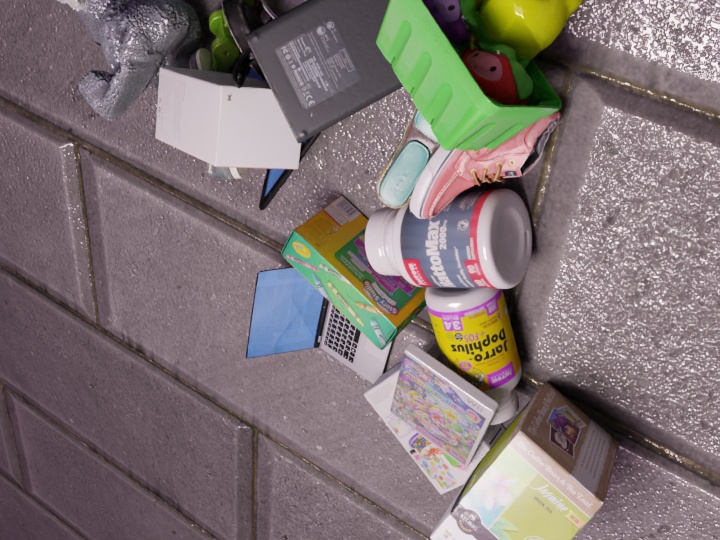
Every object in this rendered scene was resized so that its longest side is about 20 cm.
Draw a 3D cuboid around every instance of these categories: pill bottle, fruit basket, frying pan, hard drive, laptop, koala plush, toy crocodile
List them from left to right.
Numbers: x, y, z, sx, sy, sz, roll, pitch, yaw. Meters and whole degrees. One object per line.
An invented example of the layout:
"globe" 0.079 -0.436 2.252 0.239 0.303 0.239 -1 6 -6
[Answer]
"koala plush" -0.338 -0.360 1.228 0.201 0.176 0.184 50 136 10
"toy crocodile" -0.167 -0.347 1.172 0.201 0.060 0.069 118 148 -45
"frying pan" -0.143 -0.286 1.059 0.030 0.190 0.117 -26 99 13
"laptop" -0.058 0.094 1.327 0.198 0.116 0.190 32 134 19
"hard drive" -0.020 -0.262 1.028 0.197 0.033 0.142 -28 102 1
"pill bottle" 0.108 -0.038 1.101 0.197 0.119 0.122 0 118 40
"pill bottle" 0.158 0.103 1.162 0.103 0.104 0.204 0 118 39
"fruit basket" 0.139 -0.253 0.899 0.213 0.154 0.221 9 103 45

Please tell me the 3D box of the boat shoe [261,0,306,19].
"boat shoe" -0.043 -0.302 1.073 0.197 0.060 0.077 29 101 14

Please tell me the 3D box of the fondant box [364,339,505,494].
"fondant box" 0.118 0.225 1.305 0.201 0.058 0.144 52 133 0

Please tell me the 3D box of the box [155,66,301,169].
"box" -0.174 -0.202 1.130 0.199 0.122 0.100 28 115 51

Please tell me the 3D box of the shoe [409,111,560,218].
"shoe" 0.143 -0.125 1.000 0.091 0.071 0.202 40 106 19

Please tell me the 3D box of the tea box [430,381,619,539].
"tea box" 0.219 0.283 1.121 0.133 0.199 0.198 38 112 11

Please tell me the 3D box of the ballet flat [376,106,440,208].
"ballet flat" 0.086 -0.167 1.065 0.070 0.071 0.201 40 115 10

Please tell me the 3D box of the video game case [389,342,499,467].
"video game case" 0.110 0.191 1.194 0.142 0.018 0.202 34 151 16

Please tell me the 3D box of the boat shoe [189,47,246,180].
"boat shoe" -0.224 -0.226 1.275 0.060 0.073 0.203 -4 123 16

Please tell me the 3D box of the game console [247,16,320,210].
"game console" -0.120 -0.219 1.171 0.176 0.116 0.200 48 136 2

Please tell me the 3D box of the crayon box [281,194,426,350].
"crayon box" 0.000 0.000 1.214 0.200 0.118 0.059 43 136 8
